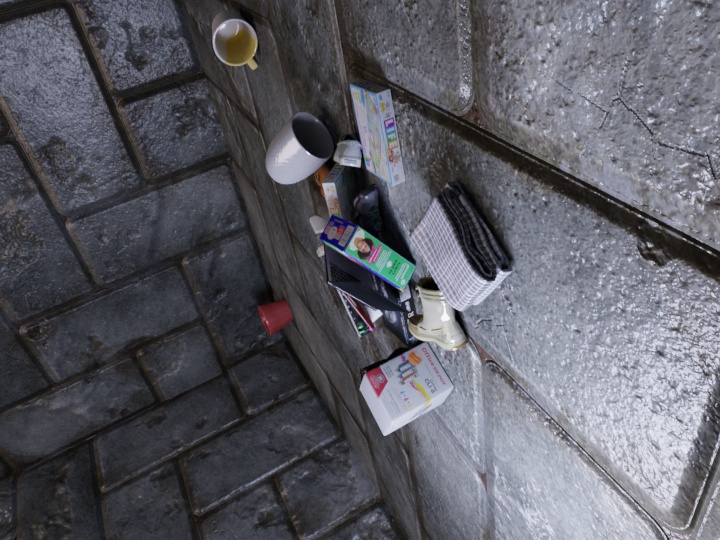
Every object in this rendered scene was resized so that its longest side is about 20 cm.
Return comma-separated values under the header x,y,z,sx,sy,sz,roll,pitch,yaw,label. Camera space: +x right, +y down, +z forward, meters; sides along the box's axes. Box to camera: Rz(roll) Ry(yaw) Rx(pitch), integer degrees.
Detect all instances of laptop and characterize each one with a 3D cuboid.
x,y,z,sx,sy,sz,roll,pitch,yaw,label
0.015,0.019,1.440,0.186,0.115,0.203,32,-144,-39,laptop

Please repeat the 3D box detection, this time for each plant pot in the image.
x,y,z,sx,sy,sz,roll,pitch,yaw,label
-0.528,0.281,3.572,0.202,0.174,0.202,57,162,30,plant pot

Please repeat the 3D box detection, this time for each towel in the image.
x,y,z,sx,sy,sz,roll,pitch,yaw,label
0.177,-0.040,1.053,0.203,0.084,0.166,62,162,17,towel

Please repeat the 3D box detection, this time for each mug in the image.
x,y,z,sx,sy,sz,roll,pitch,yaw,label
-0.172,-0.340,1.594,0.148,0.201,0.174,46,131,-12,mug
-0.432,-0.776,1.908,0.189,0.146,0.154,92,158,-44,mug

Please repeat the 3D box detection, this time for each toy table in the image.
x,y,z,sx,sy,sz,roll,pitch,yaw,label
-0.066,-0.094,1.701,0.186,0.115,0.201,60,162,19,toy table

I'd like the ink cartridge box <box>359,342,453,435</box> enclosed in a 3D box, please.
x,y,z,sx,sy,sz,roll,pitch,yaw,label
0.121,0.314,1.514,0.147,0.197,0.146,58,159,23,ink cartridge box

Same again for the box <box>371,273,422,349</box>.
x,y,z,sx,sy,sz,roll,pitch,yaw,label
0.097,0.092,1.557,0.160,0.043,0.204,39,148,57,box

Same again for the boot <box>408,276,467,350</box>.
x,y,z,sx,sy,sz,roll,pitch,yaw,label
0.160,0.087,1.307,0.199,0.071,0.158,18,130,62,boot

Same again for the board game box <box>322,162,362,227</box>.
x,y,z,sx,sy,sz,roll,pitch,yaw,label
-0.043,-0.171,1.500,0.135,0.033,0.204,-65,-31,-51,board game box

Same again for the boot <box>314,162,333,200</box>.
x,y,z,sx,sy,sz,roll,pitch,yaw,label
-0.097,-0.279,1.630,0.157,0.072,0.201,64,162,18,boot

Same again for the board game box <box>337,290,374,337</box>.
x,y,z,sx,sy,sz,roll,pitch,yaw,label
-0.017,0.114,1.849,0.203,0.025,0.200,65,-172,7,board game box

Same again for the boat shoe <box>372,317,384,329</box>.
x,y,z,sx,sy,sz,roll,pitch,yaw,label
0.022,0.111,1.779,0.200,0.068,0.072,47,156,50,boat shoe

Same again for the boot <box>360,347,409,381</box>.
x,y,z,sx,sy,sz,roll,pitch,yaw,label
0.073,0.294,1.699,0.075,0.160,0.198,64,163,9,boot

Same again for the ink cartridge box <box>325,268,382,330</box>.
x,y,z,sx,sy,sz,roll,pitch,yaw,label
-0.015,0.052,1.527,0.201,0.044,0.176,52,-177,-7,ink cartridge box

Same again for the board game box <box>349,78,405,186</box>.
x,y,z,sx,sy,sz,roll,pitch,yaw,label
0.037,-0.301,1.236,0.134,0.034,0.203,44,152,53,board game box

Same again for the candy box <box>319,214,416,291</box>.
x,y,z,sx,sy,sz,roll,pitch,yaw,label
0.017,-0.045,1.398,0.198,0.078,0.169,31,180,-27,candy box

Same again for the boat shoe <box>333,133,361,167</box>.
x,y,z,sx,sy,sz,roll,pitch,yaw,label
-0.025,-0.294,1.377,0.201,0.068,0.073,-112,31,-74,boat shoe

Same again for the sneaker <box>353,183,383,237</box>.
x,y,z,sx,sy,sz,roll,pitch,yaw,label
0.033,-0.146,1.421,0.088,0.074,0.200,52,172,10,sneaker
